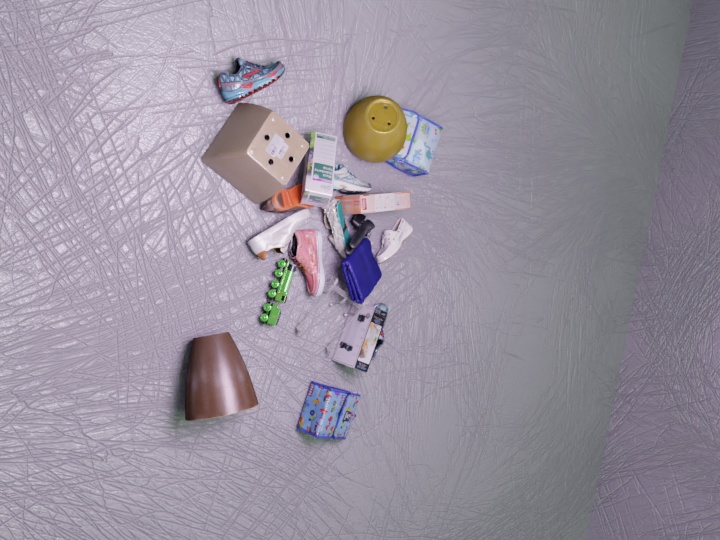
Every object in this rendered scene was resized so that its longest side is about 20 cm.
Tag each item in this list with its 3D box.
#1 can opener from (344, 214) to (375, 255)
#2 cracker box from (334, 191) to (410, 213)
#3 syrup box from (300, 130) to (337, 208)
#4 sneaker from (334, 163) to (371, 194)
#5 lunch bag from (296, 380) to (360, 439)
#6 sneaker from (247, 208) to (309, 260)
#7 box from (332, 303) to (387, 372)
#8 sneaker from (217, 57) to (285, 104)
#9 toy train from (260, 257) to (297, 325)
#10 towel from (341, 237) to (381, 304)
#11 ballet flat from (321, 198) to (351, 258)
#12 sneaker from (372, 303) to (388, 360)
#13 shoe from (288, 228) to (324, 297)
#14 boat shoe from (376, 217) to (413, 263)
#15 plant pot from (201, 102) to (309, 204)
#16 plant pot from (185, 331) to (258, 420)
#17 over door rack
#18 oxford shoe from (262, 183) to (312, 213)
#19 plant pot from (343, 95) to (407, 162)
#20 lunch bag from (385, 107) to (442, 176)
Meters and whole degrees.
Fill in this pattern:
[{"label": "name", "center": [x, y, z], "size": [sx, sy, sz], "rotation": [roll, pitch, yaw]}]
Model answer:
[{"label": "can opener", "center": [-0.009, -0.104, 1.695], "size": [0.078, 0.064, 0.200], "rotation": [27, 38, -2]}, {"label": "cracker box", "center": [0.038, -0.210, 1.712], "size": [0.199, 0.134, 0.058], "rotation": [-11, 102, -37]}, {"label": "syrup box", "center": [-0.117, -0.284, 1.565], "size": [0.078, 0.081, 0.201], "rotation": [9, 65, -13]}, {"label": "sneaker", "center": [-0.045, -0.279, 1.678], "size": [0.199, 0.077, 0.087], "rotation": [2, 90, -38]}, {"label": "lunch bag", "center": [-0.083, 0.445, 1.733], "size": [0.200, 0.094, 0.151], "rotation": [27, 77, -49]}, {"label": "sneaker", "center": [-0.215, -0.098, 1.562], "size": [0.200, 0.073, 0.085], "rotation": [-35, 97, -18]}, {"label": "box", "center": [-0.003, 0.208, 1.738], "size": [0.060, 0.116, 0.201], "rotation": [28, 76, -38]}, {"label": "sneaker", "center": [-0.285, -0.520, 1.456], "size": [0.200, 0.079, 0.096], "rotation": [-40, 112, -30]}, {"label": "toy train", "center": [-0.233, 0.063, 1.580], "size": [0.056, 0.042, 0.201], "rotation": [18, 83, -2]}, {"label": "towel", "center": [0.000, 0.000, 1.710], "size": [0.148, 0.049, 0.200], "rotation": [69, 26, -17]}, {"label": "ballet flat", "center": [-0.071, -0.125, 1.680], "size": [0.072, 0.072, 0.201], "rotation": [-30, 122, -31]}, {"label": "sneaker", "center": [0.055, 0.204, 1.793], "size": [0.079, 0.095, 0.201], "rotation": [31, 76, -36]}, {"label": "shoe", "center": [-0.161, -0.021, 1.622], "size": [0.091, 0.071, 0.201], "rotation": [-2, 91, -36]}, {"label": "boat shoe", "center": [0.098, -0.101, 1.812], "size": [0.069, 0.071, 0.200], "rotation": [50, 49, -15]}, {"label": "plant pot", "center": [-0.254, -0.310, 1.450], "size": [0.200, 0.177, 0.200], "rotation": [40, 71, -34]}, {"label": "plant pot", "center": [-0.373, 0.266, 1.436], "size": [0.186, 0.187, 0.201], "rotation": [-7, 85, -37]}, {"label": "over door rack", "center": [-0.094, 0.134, 1.697], "size": [0.148, 0.067, 0.200], "rotation": [38, 83, -32]}, {"label": "oxford shoe", "center": [-0.197, -0.201, 1.581], "size": [0.200, 0.073, 0.072], "rotation": [-15, 88, -54]}, {"label": "plant pot", "center": [0.055, -0.435, 1.645], "size": [0.199, 0.142, 0.201], "rotation": [0, 87, -8]}, {"label": "lunch bag", "center": [0.145, -0.419, 1.787], "size": [0.199, 0.127, 0.171], "rotation": [21, 84, -24]}]
